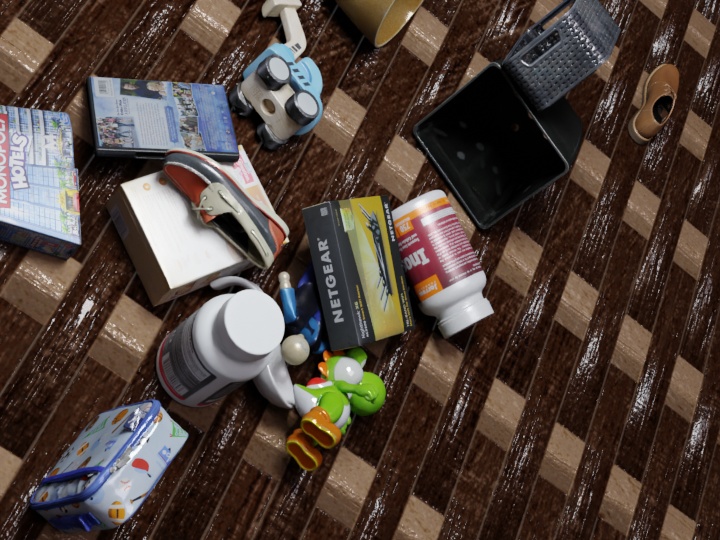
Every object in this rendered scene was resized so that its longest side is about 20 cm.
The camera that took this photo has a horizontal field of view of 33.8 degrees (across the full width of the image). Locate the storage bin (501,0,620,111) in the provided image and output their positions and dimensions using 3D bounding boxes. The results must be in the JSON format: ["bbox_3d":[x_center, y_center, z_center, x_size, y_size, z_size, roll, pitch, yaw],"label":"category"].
[{"bbox_3d":[0.305,-0.337,1.788,0.094,0.135,0.200,49,29,-7],"label":"storage bin"}]

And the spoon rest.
[{"bbox_3d":[-0.133,0.093,1.597,0.060,0.099,0.202,-28,82,7],"label":"spoon rest"}]

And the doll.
[{"bbox_3d":[-0.069,0.049,1.647,0.137,0.048,0.202,53,41,-31],"label":"doll"}]

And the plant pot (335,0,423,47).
[{"bbox_3d":[0.006,-0.491,1.873,0.199,0.187,0.186,40,54,6],"label":"plant pot"}]

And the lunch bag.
[{"bbox_3d":[-0.294,0.231,1.368,0.076,0.199,0.161,48,53,-15],"label":"lunch bag"}]

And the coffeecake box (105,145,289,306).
[{"bbox_3d":[-0.219,-0.063,1.610,0.198,0.073,0.155,-23,82,-36],"label":"coffeecake box"}]

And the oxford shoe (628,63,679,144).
[{"bbox_3d":[0.562,-0.318,2.195,0.071,0.071,0.202,36,55,-12],"label":"oxford shoe"}]

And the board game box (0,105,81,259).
[{"bbox_3d":[-0.460,-0.123,1.494,0.197,0.062,0.204,4,69,-31],"label":"board game box"}]

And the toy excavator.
[{"bbox_3d":[-0.112,-0.306,1.774,0.195,0.099,0.200,51,41,-6],"label":"toy excavator"}]

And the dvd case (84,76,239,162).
[{"bbox_3d":[-0.271,-0.206,1.621,0.196,0.018,0.144,1,50,-22],"label":"dvd case"}]

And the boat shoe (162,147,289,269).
[{"bbox_3d":[-0.182,-0.082,1.555,0.199,0.071,0.063,39,58,-17],"label":"boat shoe"}]

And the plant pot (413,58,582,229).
[{"bbox_3d":[0.242,-0.225,1.894,0.201,0.199,0.177,53,42,-1],"label":"plant pot"}]

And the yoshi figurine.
[{"bbox_3d":[-0.020,0.186,1.606,0.201,0.110,0.114,-57,142,-52],"label":"yoshi figurine"}]

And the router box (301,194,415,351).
[{"bbox_3d":[0.000,0.000,1.675,0.156,0.052,0.204,-12,90,-57],"label":"router box"}]

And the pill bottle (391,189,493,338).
[{"bbox_3d":[0.118,-0.008,1.770,0.112,0.113,0.202,-22,83,-35],"label":"pill bottle"}]

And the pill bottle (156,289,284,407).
[{"bbox_3d":[-0.174,0.096,1.495,0.109,0.199,0.113,12,64,-27],"label":"pill bottle"}]
